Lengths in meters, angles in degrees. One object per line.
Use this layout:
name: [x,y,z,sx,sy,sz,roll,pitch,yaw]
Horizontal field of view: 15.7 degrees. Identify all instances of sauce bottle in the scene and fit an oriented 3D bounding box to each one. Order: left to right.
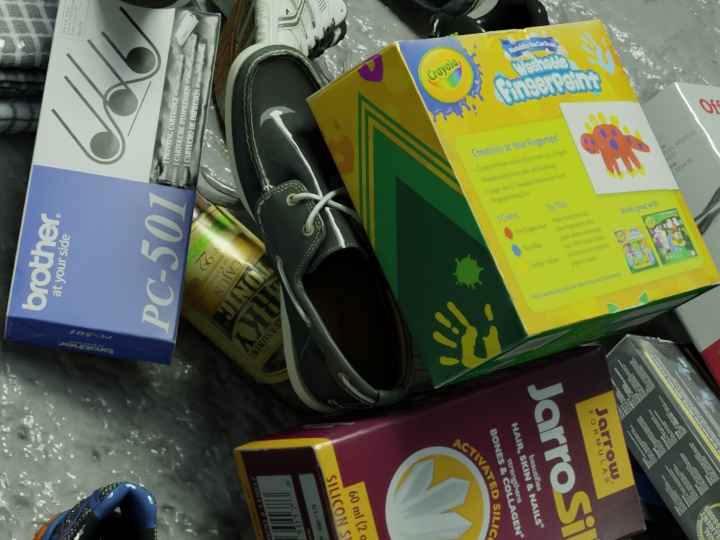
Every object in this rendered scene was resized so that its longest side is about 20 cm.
sauce bottle: [-0.043,0.036,1.495,0.200,0.065,0.065,40,39,4]

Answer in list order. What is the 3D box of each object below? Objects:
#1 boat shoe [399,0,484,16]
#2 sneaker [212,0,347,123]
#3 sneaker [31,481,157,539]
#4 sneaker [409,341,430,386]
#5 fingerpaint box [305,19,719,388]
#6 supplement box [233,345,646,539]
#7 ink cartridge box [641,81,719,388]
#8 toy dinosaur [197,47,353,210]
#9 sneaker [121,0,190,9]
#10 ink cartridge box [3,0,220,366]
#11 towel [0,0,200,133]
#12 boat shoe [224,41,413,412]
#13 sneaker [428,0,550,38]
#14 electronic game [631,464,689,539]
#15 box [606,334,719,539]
boat shoe: [0.003,-0.245,1.796,0.199,0.074,0.066,48,27,-2]
sneaker: [-0.045,-0.156,1.671,0.087,0.076,0.201,17,44,-23]
sneaker: [-0.133,0.184,1.273,0.075,0.079,0.201,17,44,-23]
sneaker: [0.000,0.000,1.554,0.075,0.085,0.200,-27,83,-25]
fingerpaint box: [0.084,-0.040,1.391,0.200,0.073,0.167,-14,77,-53]
supplement box: [0.045,0.119,1.408,0.199,0.086,0.111,-18,96,-33]
ink cartridge box: [0.248,-0.016,1.650,0.145,0.083,0.201,0,57,-55]
toy dinosaur: [0.009,-0.064,1.439,0.199,0.105,0.181,18,7,30]
sneaker: [-0.099,-0.193,1.499,0.120,0.084,0.200,4,23,-30]
ink cartridge box: [-0.136,-0.053,1.452,0.094,0.044,0.201,9,69,-6]
towel: [-0.192,-0.179,1.575,0.165,0.086,0.200,-1,53,-37]
boat shoe: [-0.017,-0.024,1.364,0.072,0.068,0.201,-16,95,-22]
sneaker: [0.053,-0.118,1.665,0.200,0.088,0.074,-33,49,-30]
electronic game: [0.171,0.195,1.520,0.199,0.042,0.201,21,43,-20]
box: [0.244,0.132,1.593,0.161,0.049,0.200,10,40,-51]
